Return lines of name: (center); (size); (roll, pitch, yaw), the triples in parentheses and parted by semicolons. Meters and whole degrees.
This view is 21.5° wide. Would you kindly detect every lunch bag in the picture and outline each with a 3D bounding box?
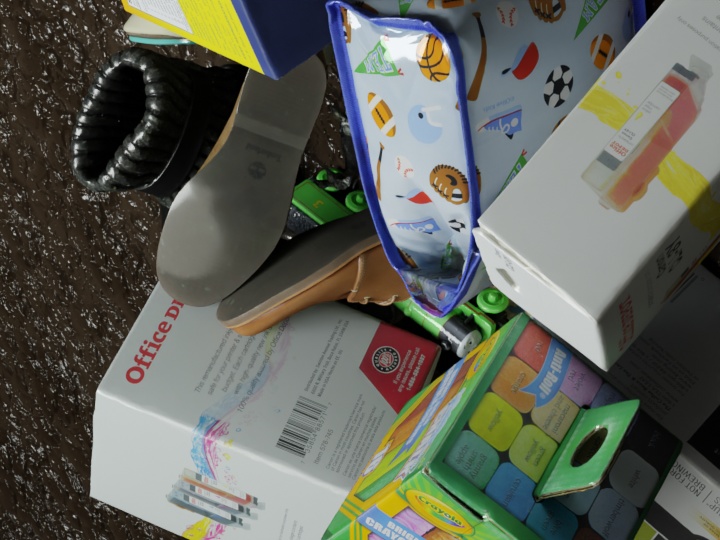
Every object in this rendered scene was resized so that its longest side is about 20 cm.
lunch bag: (0.087, -0.091, 1.108); (0.124, 0.170, 0.201); (25, 136, 41)

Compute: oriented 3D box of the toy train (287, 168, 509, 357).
toy train: (0.023, -0.005, 1.344); (0.200, 0.056, 0.042); (38, 144, 27)

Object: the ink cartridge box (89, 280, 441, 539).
ink cartridge box: (-0.070, 0.104, 1.315); (0.199, 0.146, 0.145); (23, 142, 6)

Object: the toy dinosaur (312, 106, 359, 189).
toy dinosaur: (0.005, -0.101, 1.268); (0.047, 0.088, 0.201); (12, 131, 23)

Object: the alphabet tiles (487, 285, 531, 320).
alphabet tiles: (0.102, -0.014, 1.297); (0.166, 0.006, 0.201); (19, 133, 39)

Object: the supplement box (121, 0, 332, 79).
supplement box: (-0.083, -0.216, 1.202); (0.200, 0.109, 0.109); (30, 150, 49)

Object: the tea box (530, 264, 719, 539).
tea box: (0.184, 0.114, 1.195); (0.200, 0.134, 0.197); (42, 143, 12)

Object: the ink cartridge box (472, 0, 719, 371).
ink cartridge box: (0.158, -0.056, 0.988); (0.083, 0.200, 0.145); (40, 176, 16)

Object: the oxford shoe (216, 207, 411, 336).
oxford shoe: (0.000, 0.000, 1.265); (0.072, 0.199, 0.071); (64, 178, -26)

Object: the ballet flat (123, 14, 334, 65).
ballet flat: (-0.092, -0.184, 1.339); (0.199, 0.069, 0.070); (16, 131, 39)

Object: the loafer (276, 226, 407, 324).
loafer: (-0.049, -0.011, 1.427); (0.200, 0.063, 0.072); (34, 142, 26)

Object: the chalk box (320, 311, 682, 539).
chalk box: (0.086, 0.120, 1.069); (0.124, 0.125, 0.200); (38, 145, -4)

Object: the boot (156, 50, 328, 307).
boot: (-0.073, -0.067, 1.259); (0.073, 0.076, 0.201); (26, 109, -6)

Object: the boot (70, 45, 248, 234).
boot: (-0.137, -0.053, 1.348); (0.079, 0.158, 0.212); (11, 100, 28)
